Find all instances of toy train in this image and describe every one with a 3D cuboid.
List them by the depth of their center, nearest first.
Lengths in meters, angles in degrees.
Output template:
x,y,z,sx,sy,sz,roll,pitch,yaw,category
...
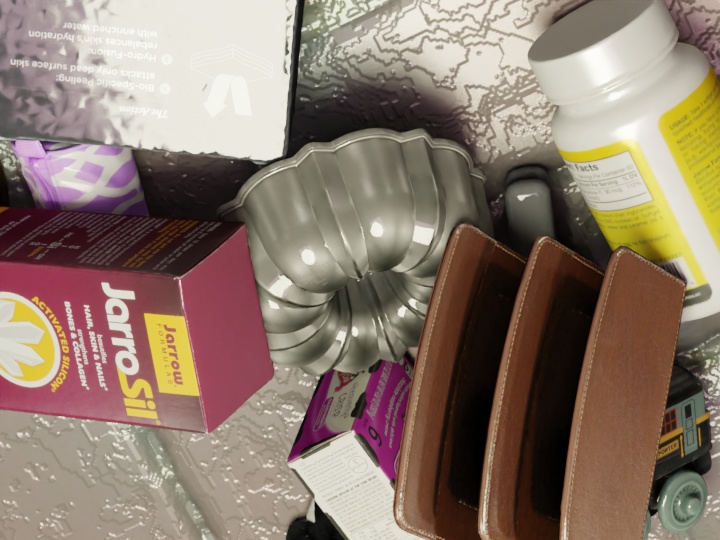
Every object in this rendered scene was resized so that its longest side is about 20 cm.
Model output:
x,y,z,sx,sy,sz,roll,pitch,yaw,category
0.162,0.140,1.425,0.199,0.085,0.115,-22,116,-28,toy train

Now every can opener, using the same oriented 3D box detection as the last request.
x,y,z,sx,sy,sz,roll,pitch,yaw,category
0.115,0.029,1.433,0.066,0.053,0.201,-2,112,4,can opener

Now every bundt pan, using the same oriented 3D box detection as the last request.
x,y,z,sx,sy,sz,roll,pitch,yaw,category
0.000,0.000,1.358,0.201,0.076,0.202,-14,147,-10,bundt pan

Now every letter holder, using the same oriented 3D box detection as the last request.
x,y,z,sx,sy,sz,roll,pitch,yaw,category
0.111,0.080,1.284,0.100,0.201,0.142,-2,159,42,letter holder

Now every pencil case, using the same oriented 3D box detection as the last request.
x,y,z,sx,sy,sz,roll,pitch,yaw,category
-0.183,-0.008,1.410,0.084,0.085,0.201,4,114,39,pencil case

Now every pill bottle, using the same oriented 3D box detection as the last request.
x,y,z,sx,sy,sz,roll,pitch,yaw,category
0.196,-0.077,1.355,0.114,0.114,0.201,-26,109,12,pill bottle

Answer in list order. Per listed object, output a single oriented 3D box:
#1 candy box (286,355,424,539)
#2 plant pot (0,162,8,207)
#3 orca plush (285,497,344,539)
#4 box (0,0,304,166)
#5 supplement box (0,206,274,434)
x,y,z,sx,sy,sz,roll,pitch,yaw,category
0.040,0.161,1.441,0.061,0.137,0.200,-27,110,24,candy box
-0.342,-0.013,1.353,0.186,0.200,0.188,1,113,2,plant pot
-0.008,0.231,1.509,0.105,0.071,0.201,11,112,-2,orca plush
-0.133,-0.185,1.320,0.195,0.118,0.201,6,111,-1,box
-0.166,0.029,1.312,0.199,0.086,0.111,4,116,28,supplement box
